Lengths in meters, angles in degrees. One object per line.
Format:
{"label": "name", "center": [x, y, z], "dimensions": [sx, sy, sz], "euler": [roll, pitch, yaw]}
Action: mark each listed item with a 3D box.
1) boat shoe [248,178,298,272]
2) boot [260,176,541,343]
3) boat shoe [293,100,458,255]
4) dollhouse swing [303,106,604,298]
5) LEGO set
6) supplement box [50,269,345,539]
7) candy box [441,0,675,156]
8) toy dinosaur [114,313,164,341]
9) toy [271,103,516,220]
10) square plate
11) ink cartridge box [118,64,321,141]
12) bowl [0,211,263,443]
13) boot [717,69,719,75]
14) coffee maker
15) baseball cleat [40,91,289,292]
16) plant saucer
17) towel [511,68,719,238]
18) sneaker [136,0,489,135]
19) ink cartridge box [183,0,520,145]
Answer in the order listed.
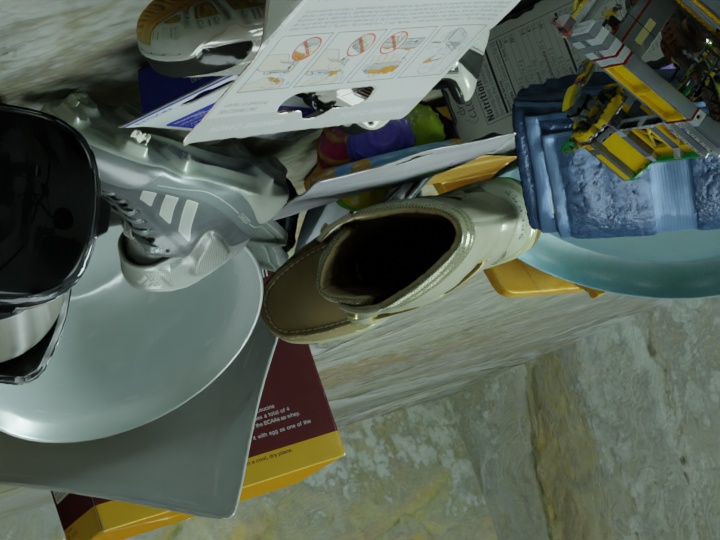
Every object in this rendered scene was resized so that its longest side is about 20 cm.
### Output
{"label": "boat shoe", "center": [-0.077, -0.045, 1.422], "dimensions": [0.076, 0.060, 0.200], "euler": [15, 172, 0]}
{"label": "boot", "center": [0.000, 0.000, 1.290], "dimensions": [0.200, 0.072, 0.155], "euler": [-22, 178, 23]}
{"label": "boat shoe", "center": [0.011, -0.049, 1.410], "dimensions": [0.068, 0.074, 0.199], "euler": [23, 139, -10]}
{"label": "dollhouse swing", "center": [0.087, -0.038, 1.520], "dimensions": [0.176, 0.182, 0.200], "euler": [-28, 175, -20]}
{"label": "LEGO set", "center": [0.160, -0.148, 1.075], "dimensions": [0.200, 0.116, 0.154], "euler": [-53, -166, -2]}
{"label": "supplement box", "center": [-0.148, 0.085, 1.599], "dimensions": [0.197, 0.200, 0.133], "euler": [-16, 171, -21]}
{"label": "candy box", "center": [0.170, -0.139, 1.315], "dimensions": [0.200, 0.072, 0.168], "euler": [-24, 172, 26]}
{"label": "toy dinosaur", "center": [-0.172, 0.010, 1.435], "dimensions": [0.106, 0.060, 0.200], "euler": [25, -152, 34]}
{"label": "toy", "center": [0.010, -0.070, 1.231], "dimensions": [0.115, 0.047, 0.200], "euler": [-15, 176, -10]}
{"label": "square plate", "center": [-0.163, 0.083, 1.423], "dimensions": [0.198, 0.200, 0.028], "euler": [8, 136, 5]}
{"label": "ink cartridge box", "center": [-0.048, -0.108, 1.145], "dimensions": [0.099, 0.039, 0.200], "euler": [-22, 173, 23]}
{"label": "bowl", "center": [-0.170, 0.011, 1.332], "dimensions": [0.201, 0.090, 0.201], "euler": [-19, 141, -16]}
{"label": "boot", "center": [0.263, -0.149, 1.084], "dimensions": [0.200, 0.068, 0.188], "euler": [-44, -152, 18]}
{"label": "coffee maker", "center": [-0.229, -0.010, 1.036], "dimensions": [0.192, 0.135, 0.200], "euler": [-16, 171, -15]}
{"label": "baseball cleat", "center": [-0.119, -0.036, 1.173], "dimensions": [0.200, 0.070, 0.106], "euler": [15, 117, -51]}
{"label": "plant saucer", "center": [0.176, -0.035, 1.366], "dimensions": [0.200, 0.027, 0.200], "euler": [11, 157, 4]}
{"label": "towel", "center": [0.193, -0.068, 1.231], "dimensions": [0.200, 0.049, 0.112], "euler": [-5, 130, 9]}
{"label": "sneaker", "center": [-0.014, -0.102, 1.013], "dimensions": [0.200, 0.088, 0.076], "euler": [-12, -152, -31]}
{"label": "ink cartridge box", "center": [0.019, -0.138, 0.917], "dimensions": [0.161, 0.050, 0.200], "euler": [-11, 155, -49]}
